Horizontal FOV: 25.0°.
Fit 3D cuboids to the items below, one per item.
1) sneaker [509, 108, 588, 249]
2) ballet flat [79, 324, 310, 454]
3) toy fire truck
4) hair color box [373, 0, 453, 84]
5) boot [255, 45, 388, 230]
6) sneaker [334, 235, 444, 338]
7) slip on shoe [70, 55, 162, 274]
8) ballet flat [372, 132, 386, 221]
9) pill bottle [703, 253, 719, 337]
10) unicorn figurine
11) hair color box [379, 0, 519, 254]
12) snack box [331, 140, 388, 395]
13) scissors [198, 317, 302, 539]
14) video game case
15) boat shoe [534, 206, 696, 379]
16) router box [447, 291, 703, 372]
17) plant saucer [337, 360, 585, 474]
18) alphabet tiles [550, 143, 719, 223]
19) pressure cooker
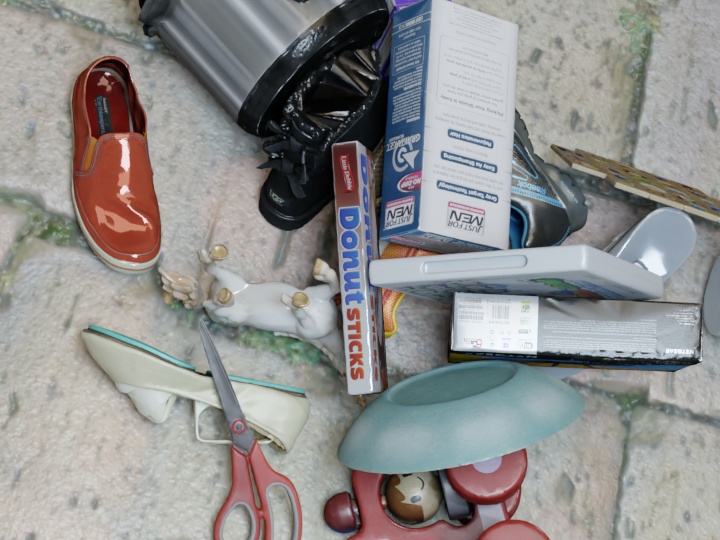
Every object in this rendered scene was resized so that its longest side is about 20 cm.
[{"bbox_3d":[0.119,-0.100,1.480,0.082,0.073,0.200,-38,80,-24],"label":"sneaker"},{"bbox_3d":[-0.138,0.102,1.311,0.199,0.070,0.070,18,62,-10],"label":"ballet flat"},{"bbox_3d":[0.061,0.215,1.304,0.167,0.112,0.201,-14,69,-4],"label":"toy fire truck"},{"bbox_3d":[0.021,-0.286,1.513,0.064,0.109,0.201,-9,69,-20],"label":"hair color box"},{"bbox_3d":[-0.015,-0.135,1.399,0.073,0.163,0.198,36,59,8],"label":"boot"},{"bbox_3d":[0.056,-0.027,1.425,0.077,0.073,0.200,36,77,-2],"label":"sneaker"},{"bbox_3d":[-0.208,-0.092,1.376,0.074,0.061,0.201,-3,68,-21],"label":"slip on shoe"},{"bbox_3d":[0.052,-0.118,1.440,0.046,0.067,0.201,31,81,10],"label":"ballet flat"},{"bbox_3d":[0.426,0.041,1.492,0.199,0.113,0.114,16,62,-11],"label":"pill bottle"},{"bbox_3d":[-0.062,0.037,1.339,0.199,0.138,0.074,26,70,11],"label":"unicorn figurine"},{"bbox_3d":[0.075,-0.118,1.367,0.100,0.060,0.201,12,76,-34],"label":"hair color box"},{"bbox_3d":[0.000,0.000,1.317,0.024,0.072,0.202,-5,85,11],"label":"snack box"},{"bbox_3d":[-0.088,0.134,1.292,0.073,0.014,0.201,-6,93,-11],"label":"scissors"},{"bbox_3d":[0.130,0.008,1.316,0.181,0.200,0.024,-5,81,27],"label":"video game case"},{"bbox_3d":[0.213,0.020,1.458,0.075,0.086,0.202,43,89,0],"label":"boat shoe"},{"bbox_3d":[0.172,0.053,1.339,0.198,0.149,0.051,3,83,3],"label":"router box"},{"bbox_3d":[0.075,0.105,1.268,0.200,0.201,0.039,-18,102,-24],"label":"plant saucer"},{"bbox_3d":[0.275,-0.075,1.487,0.199,0.166,0.006,18,102,-10],"label":"alphabet tiles"},{"bbox_3d":[-0.097,-0.239,1.417,0.179,0.176,0.200,-43,82,5],"label":"pressure cooker"}]
